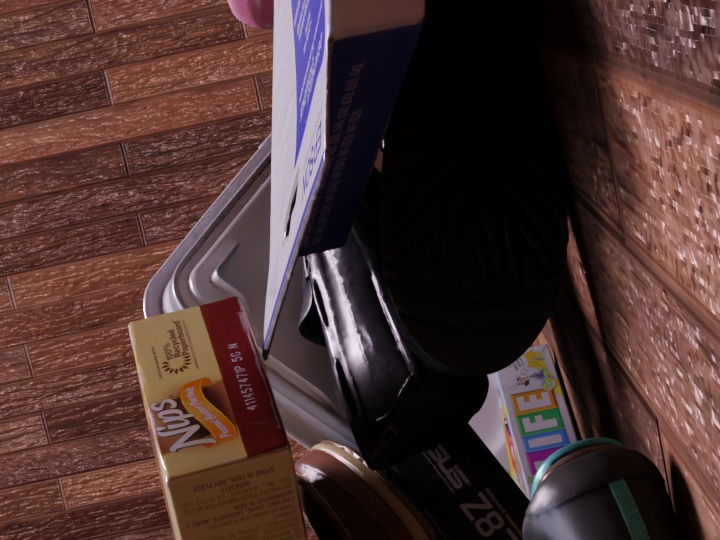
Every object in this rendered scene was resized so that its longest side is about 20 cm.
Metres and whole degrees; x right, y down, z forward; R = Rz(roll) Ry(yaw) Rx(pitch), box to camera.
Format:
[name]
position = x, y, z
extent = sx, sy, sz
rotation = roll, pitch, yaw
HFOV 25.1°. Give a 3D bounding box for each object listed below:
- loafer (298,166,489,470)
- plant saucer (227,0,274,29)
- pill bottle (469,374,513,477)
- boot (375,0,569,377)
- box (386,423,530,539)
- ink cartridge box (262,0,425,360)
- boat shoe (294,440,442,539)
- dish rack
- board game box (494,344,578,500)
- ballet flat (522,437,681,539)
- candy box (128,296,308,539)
[loafer]
position = -0.004, 0.006, 0.773
extent = 0.068, 0.070, 0.201
rotation = 31, -154, -42
[plant saucer]
position = -0.009, -0.215, 0.819
extent = 0.201, 0.051, 0.201
rotation = 19, -90, -83
[pill bottle]
position = 0.070, 0.122, 1.078
extent = 0.200, 0.112, 0.113
rotation = 75, -177, -69
[boot]
position = 0.043, -0.040, 0.739
extent = 0.158, 0.079, 0.212
rotation = 96, 174, -72
[box]
position = 0.079, 0.179, 0.788
extent = 0.161, 0.049, 0.200
rotation = 54, 166, 34
[ink cartridge box]
position = -0.009, -0.090, 0.642
extent = 0.198, 0.047, 0.201
rotation = 113, 156, -66
[boat shoe]
position = 0.015, 0.154, 0.722
extent = 0.200, 0.067, 0.072
rotation = 48, 161, 40
[dish rack]
position = 0.000, 0.000, 0.851
extent = 0.200, 0.171, 0.044
rotation = -55, 0, -40
[board game box]
position = 0.114, 0.161, 0.915
extent = 0.135, 0.034, 0.201
rotation = -101, -1, -54
[ballet flat]
position = 0.090, 0.148, 0.578
extent = 0.068, 0.068, 0.201
rotation = -120, 12, -47
[candy box]
position = -0.052, 0.127, 0.716
extent = 0.116, 0.055, 0.201
rotation = -114, 13, -56
